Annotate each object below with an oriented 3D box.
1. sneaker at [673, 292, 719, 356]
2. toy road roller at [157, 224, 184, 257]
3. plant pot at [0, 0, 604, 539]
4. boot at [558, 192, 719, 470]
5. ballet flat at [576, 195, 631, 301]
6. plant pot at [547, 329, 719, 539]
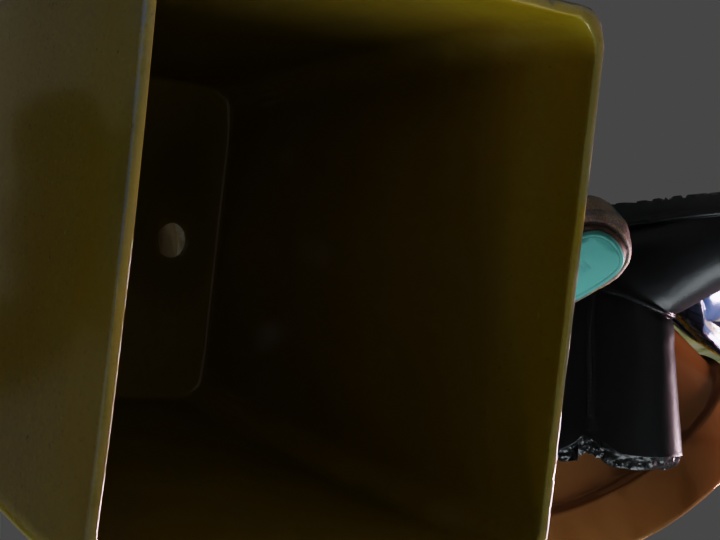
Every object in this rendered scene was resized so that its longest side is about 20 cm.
[{"bbox_3d":[0.251,0.003,1.167,0.074,0.082,0.200,38,-179,35],"label":"sneaker"},{"bbox_3d":[-0.195,0.004,1.002,0.200,0.146,0.123,-41,163,9],"label":"toy road roller"},{"bbox_3d":[-0.052,-0.008,0.588,0.199,0.202,0.176,5,-178,-42],"label":"plant pot"},{"bbox_3d":[0.196,0.041,1.037,0.199,0.170,0.076,-5,172,27],"label":"boot"},{"bbox_3d":[0.081,0.015,1.028,0.199,0.067,0.068,-28,119,18],"label":"ballet flat"},{"bbox_3d":[0.162,0.094,1.179,0.199,0.141,0.200,-31,-166,8],"label":"plant pot"}]
